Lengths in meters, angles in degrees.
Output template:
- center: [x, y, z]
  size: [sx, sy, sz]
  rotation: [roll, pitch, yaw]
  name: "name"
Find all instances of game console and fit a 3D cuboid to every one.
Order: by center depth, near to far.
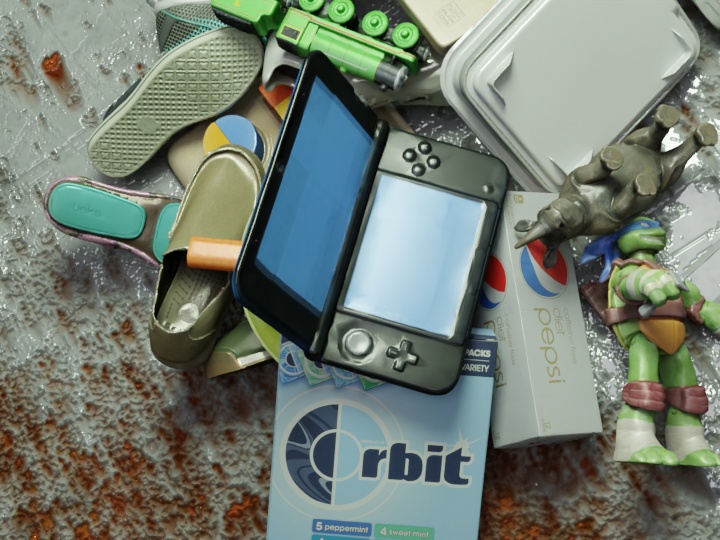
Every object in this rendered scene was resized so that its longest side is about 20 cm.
- center: [0.016, -0.033, 0.843]
  size: [0.169, 0.118, 0.202]
  rotation: [15, 72, 3]
  name: "game console"

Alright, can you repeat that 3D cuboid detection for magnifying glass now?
- center: [-0.038, -0.005, 0.911]
  size: [0.198, 0.022, 0.080]
  rotation: [7, 70, 3]
  name: "magnifying glass"

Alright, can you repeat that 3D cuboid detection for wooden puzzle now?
- center: [-0.061, -0.101, 1.040]
  size: [0.200, 0.046, 0.186]
  rotation: [-39, 72, 4]
  name: "wooden puzzle"

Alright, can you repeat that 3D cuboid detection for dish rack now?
- center: [0.180, -0.168, 0.935]
  size: [0.200, 0.172, 0.044]
  rotation: [-46, 27, 1]
  name: "dish rack"

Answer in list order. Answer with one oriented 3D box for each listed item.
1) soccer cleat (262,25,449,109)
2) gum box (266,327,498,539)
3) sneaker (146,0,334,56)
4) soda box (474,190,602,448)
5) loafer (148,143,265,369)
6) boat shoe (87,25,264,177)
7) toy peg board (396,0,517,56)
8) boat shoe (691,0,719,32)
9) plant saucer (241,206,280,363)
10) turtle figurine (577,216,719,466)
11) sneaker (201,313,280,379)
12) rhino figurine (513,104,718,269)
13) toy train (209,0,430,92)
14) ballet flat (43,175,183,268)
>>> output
- center: [0.011, -0.165, 1.000]
  size: [0.198, 0.069, 0.078]
  rotation: [14, 66, 9]
  name: "soccer cleat"
- center: [0.015, 0.142, 0.915]
  size: [0.168, 0.045, 0.202]
  rotation: [4, 100, 0]
  name: "gum box"
- center: [-0.103, -0.226, 1.075]
  size: [0.198, 0.078, 0.092]
  rotation: [-1, 94, 18]
  name: "sneaker"
- center: [0.136, 0.039, 0.935]
  size: [0.068, 0.064, 0.202]
  rotation: [1, 73, -31]
  name: "soda box"
- center: [-0.125, -0.017, 0.965]
  size: [0.075, 0.067, 0.202]
  rotation: [13, 75, -1]
  name: "loafer"
- center: [-0.171, -0.162, 1.056]
  size: [0.199, 0.075, 0.062]
  rotation: [-35, 29, 22]
  name: "boat shoe"
- center: [0.097, -0.293, 0.998]
  size: [0.198, 0.098, 0.201]
  rotation: [-34, 71, -5]
  name: "toy peg board"
- center: [0.267, -0.280, 0.923]
  size: [0.065, 0.202, 0.075]
  rotation: [-28, 28, 35]
  name: "boat shoe"
- center: [0.000, 0.000, 0.943]
  size: [0.198, 0.031, 0.202]
  rotation: [0, 90, 1]
  name: "plant saucer"
- center: [0.258, 0.050, 0.873]
  size: [0.198, 0.144, 0.196]
  rotation: [-1, 82, 18]
  name: "turtle figurine"
- center: [-0.050, 0.024, 0.994]
  size: [0.198, 0.067, 0.091]
  rotation: [-18, 85, 4]
  name: "sneaker"
- center: [0.192, -0.061, 0.909]
  size: [0.199, 0.087, 0.060]
  rotation: [-33, 82, -29]
  name: "rhino figurine"
- center: [-0.037, -0.204, 0.967]
  size: [0.199, 0.042, 0.057]
  rotation: [25, 82, 15]
  name: "toy train"
- center: [-0.185, -0.038, 1.039]
  size: [0.198, 0.071, 0.070]
  rotation: [16, 92, 0]
  name: "ballet flat"
